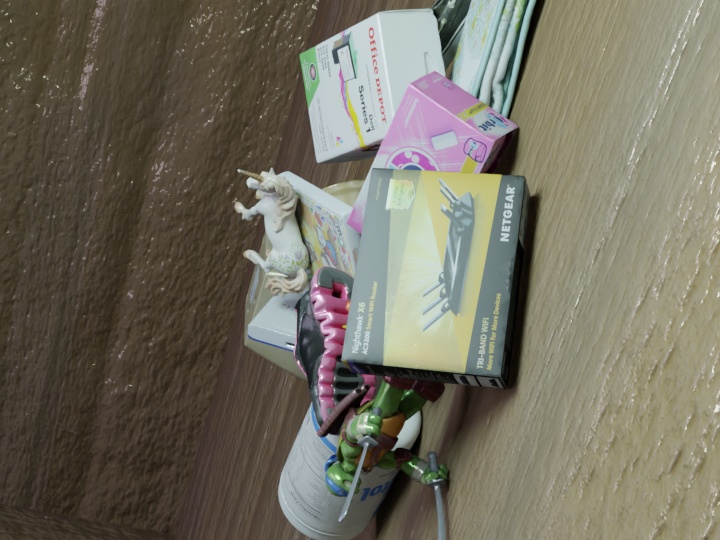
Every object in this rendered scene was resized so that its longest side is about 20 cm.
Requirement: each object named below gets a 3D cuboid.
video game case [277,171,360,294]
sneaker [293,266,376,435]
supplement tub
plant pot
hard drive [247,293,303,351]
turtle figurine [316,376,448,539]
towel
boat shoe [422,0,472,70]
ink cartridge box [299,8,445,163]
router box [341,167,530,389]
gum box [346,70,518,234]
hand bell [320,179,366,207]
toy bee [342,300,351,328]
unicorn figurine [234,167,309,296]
[{"bbox_3d":[-0.040,-0.014,1.532,0.200,0.023,0.184,33,139,58],"label":"video game case"},{"bbox_3d":[-0.040,0.100,1.416,0.095,0.078,0.202,-36,47,42],"label":"sneaker"},{"bbox_3d":[-0.016,0.220,1.494,0.133,0.130,0.201,-89,15,-44],"label":"supplement tub"},{"bbox_3d":[-0.076,0.044,1.869,0.201,0.175,0.201,-99,24,-60],"label":"plant pot"},{"bbox_3d":[-0.050,0.049,1.667,0.200,0.131,0.026,-52,-28,-54],"label":"hard drive"},{"bbox_3d":[0.052,0.166,1.254,0.195,0.143,0.200,-62,18,0],"label":"turtle figurine"},{"bbox_3d":[0.149,-0.256,1.411,0.171,0.048,0.202,-100,24,-70],"label":"towel"},{"bbox_3d":[0.093,-0.296,1.528,0.201,0.063,0.071,-52,24,22],"label":"boat shoe"},{"bbox_3d":[0.015,-0.222,1.521,0.199,0.083,0.147,-11,88,59],"label":"ink cartridge box"},{"bbox_3d":[0.075,0.005,1.202,0.052,0.155,0.202,52,-136,-67],"label":"router box"},{"bbox_3d":[0.074,-0.099,1.360,0.066,0.113,0.201,-34,-25,-53],"label":"gum box"},{"bbox_3d":[0.000,0.000,1.562,0.104,0.103,0.202,128,132,-65],"label":"hand bell"},{"bbox_3d":[0.025,0.041,1.345,0.130,0.201,0.109,-30,5,43],"label":"toy bee"},{"bbox_3d":[-0.109,-0.061,1.550,0.074,0.201,0.137,-38,23,-24],"label":"unicorn figurine"}]
